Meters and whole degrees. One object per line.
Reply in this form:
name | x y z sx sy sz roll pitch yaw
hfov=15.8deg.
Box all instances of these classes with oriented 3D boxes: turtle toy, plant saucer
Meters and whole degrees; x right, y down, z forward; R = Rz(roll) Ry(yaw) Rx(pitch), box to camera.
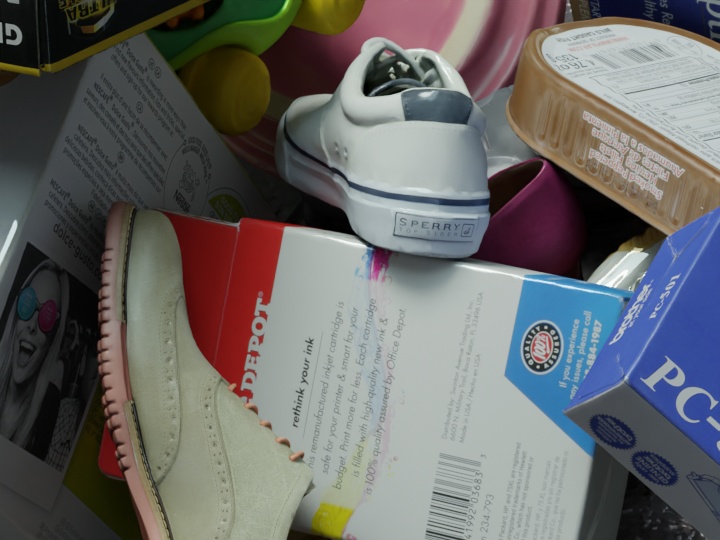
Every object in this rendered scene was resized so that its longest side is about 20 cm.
turtle toy | -0.074 -0.153 1.142 0.145 0.101 0.200 19 51 31
plant saucer | -0.004 -0.137 1.217 0.200 0.051 0.201 -1 85 15

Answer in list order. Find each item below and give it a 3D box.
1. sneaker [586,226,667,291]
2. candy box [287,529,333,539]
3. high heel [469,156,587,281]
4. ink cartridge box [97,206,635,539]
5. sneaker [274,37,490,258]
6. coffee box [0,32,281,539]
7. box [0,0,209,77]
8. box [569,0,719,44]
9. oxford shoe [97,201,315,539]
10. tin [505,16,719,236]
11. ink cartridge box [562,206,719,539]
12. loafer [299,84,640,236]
sneaker | 0.115 0.040 1.088 0.200 0.076 0.088 -27 68 -13
candy box | -0.022 0.196 0.976 0.116 0.057 0.200 13 51 27
high heel | 0.000 0.000 1.128 0.199 0.096 0.068 -15 46 3
ink cartridge box | 0.006 0.047 1.019 0.200 0.067 0.117 12 93 20
sneaker | 0.015 -0.059 1.055 0.073 0.071 0.200 6 11 -18
coffee box | -0.180 0.001 1.074 0.199 0.200 0.198 12 69 24
box | -0.125 -0.132 0.981 0.159 0.049 0.200 10 25 28
box | 0.186 -0.102 1.154 0.200 0.121 0.032 16 52 29
oxford shoe | -0.057 0.069 0.981 0.074 0.071 0.201 -10 85 -1
tin | 0.147 -0.053 1.081 0.112 0.042 0.200 -18 39 -37
ink cartridge box | 0.177 0.077 0.952 0.094 0.200 0.044 -55 12 -32
loafer | 0.071 -0.042 1.178 0.199 0.063 0.072 -7 47 -2
